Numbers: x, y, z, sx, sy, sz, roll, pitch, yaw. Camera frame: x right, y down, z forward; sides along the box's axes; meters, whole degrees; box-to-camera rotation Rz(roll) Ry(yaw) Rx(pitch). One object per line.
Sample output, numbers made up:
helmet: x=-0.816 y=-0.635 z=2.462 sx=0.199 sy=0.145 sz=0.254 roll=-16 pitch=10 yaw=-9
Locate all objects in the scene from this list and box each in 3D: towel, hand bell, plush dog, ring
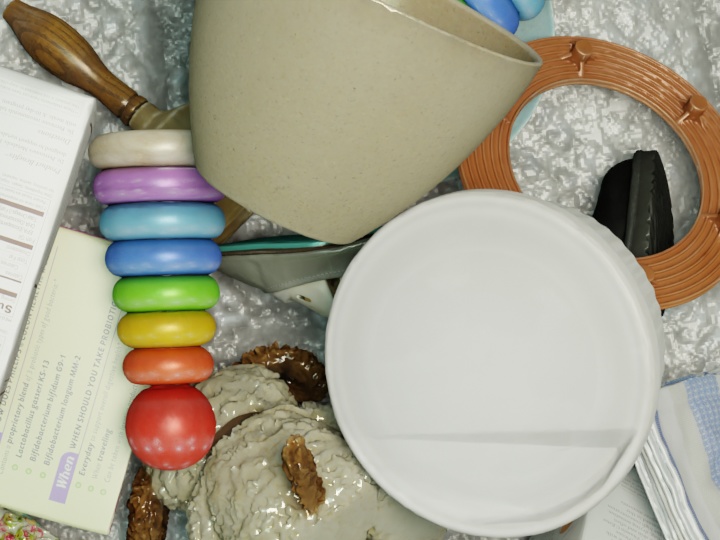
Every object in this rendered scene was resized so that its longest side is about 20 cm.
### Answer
towel: x=0.245 y=0.128 z=1.373 sx=0.200 sy=0.024 sz=0.147 roll=-9 pitch=74 yaw=-48
hand bell: x=-0.150 y=-0.107 z=1.398 sx=0.200 sy=0.104 sz=0.104 roll=40 pitch=86 yaw=10
plush dog: x=-0.065 y=0.127 z=1.349 sx=0.200 sy=0.172 sz=0.161 roll=-42 pitch=136 yaw=-16
ring: x=0.156 y=-0.066 z=1.367 sx=0.200 sy=0.019 sz=0.201 roll=9 pitch=58 yaw=-14

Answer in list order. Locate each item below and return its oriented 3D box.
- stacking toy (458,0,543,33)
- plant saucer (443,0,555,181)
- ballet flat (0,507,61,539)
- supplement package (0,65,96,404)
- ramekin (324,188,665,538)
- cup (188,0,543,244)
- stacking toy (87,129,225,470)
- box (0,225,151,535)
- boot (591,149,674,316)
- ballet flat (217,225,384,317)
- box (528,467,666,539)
stacking toy: x=0.053 y=-0.150 z=1.356 sx=0.085 sy=0.085 sz=0.200 roll=42 pitch=85 yaw=-3
plant saucer: x=0.026 y=-0.153 z=1.425 sx=0.201 sy=0.039 sz=0.201 roll=0 pitch=89 yaw=-4
ballet flat: x=-0.210 y=0.193 z=1.353 sx=0.200 sy=0.064 sz=0.076 roll=19 pitch=99 yaw=18
supplement package: x=-0.235 y=-0.018 z=1.265 sx=0.109 sy=0.114 sz=0.200 roll=18 pitch=86 yaw=-6
ramekin: x=0.086 y=0.048 z=1.278 sx=0.202 sy=0.094 sz=0.203 roll=4 pitch=101 yaw=21
cup: x=-0.018 y=-0.100 z=1.230 sx=0.200 sy=0.200 sz=0.143 roll=27 pitch=102 yaw=-4
stacking toy: x=-0.118 y=0.019 z=1.296 sx=0.085 sy=0.085 sz=0.200 roll=-1 pitch=89 yaw=-5
box: x=-0.227 y=0.052 z=1.370 sx=0.200 sy=0.097 sz=0.176 roll=16 pitch=88 yaw=-6
boot: x=0.113 y=0.011 z=1.411 sx=0.158 sy=0.079 sz=0.211 roll=5 pitch=62 yaw=20
ballet flat: x=0.000 y=0.000 z=1.372 sx=0.200 sy=0.067 sz=0.064 roll=-9 pitch=92 yaw=15
box: x=0.144 y=0.230 z=1.333 sx=0.097 sy=0.200 sz=0.124 roll=29 pitch=127 yaw=-5
